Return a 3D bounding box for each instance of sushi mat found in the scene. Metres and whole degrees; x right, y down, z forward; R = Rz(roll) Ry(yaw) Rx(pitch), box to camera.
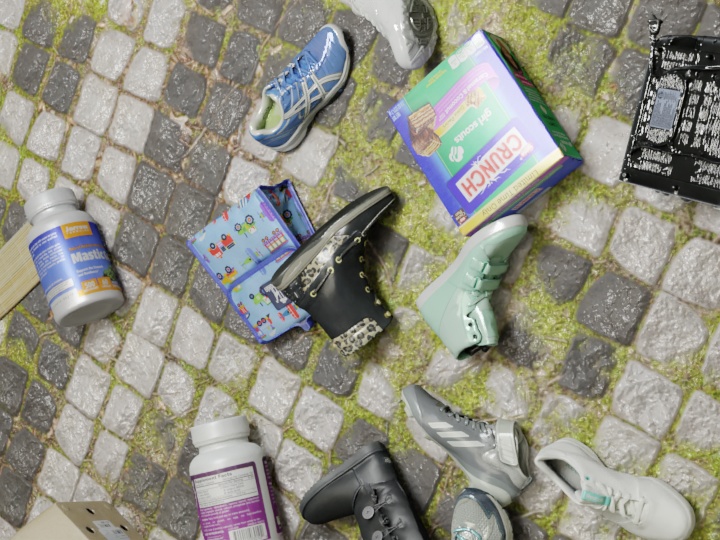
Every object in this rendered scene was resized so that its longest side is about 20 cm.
[{"bbox_3d":[-0.585,0.006,2.084,0.200,0.012,0.096,-39,70,27],"label":"sushi mat"}]

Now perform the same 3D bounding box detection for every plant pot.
[{"bbox_3d":[-0.430,0.461,1.896,0.200,0.200,0.177,37,98,26],"label":"plant pot"}]

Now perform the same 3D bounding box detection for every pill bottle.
[{"bbox_3d":[-0.181,0.312,1.771,0.112,0.112,0.201,-18,80,31],"label":"pill bottle"},{"bbox_3d":[-0.452,-0.023,1.940,0.112,0.112,0.201,-31,75,29],"label":"pill bottle"}]

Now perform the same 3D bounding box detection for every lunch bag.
[{"bbox_3d":[-0.123,-0.002,1.758,0.150,0.094,0.200,-34,85,26],"label":"lunch bag"}]

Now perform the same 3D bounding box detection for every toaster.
[{"bbox_3d":[0.396,-0.166,1.366,0.181,0.118,0.201,21,102,49],"label":"toaster"}]

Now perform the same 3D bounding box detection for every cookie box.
[{"bbox_3d":[0.155,-0.169,1.572,0.171,0.075,0.200,-39,71,26],"label":"cookie box"}]

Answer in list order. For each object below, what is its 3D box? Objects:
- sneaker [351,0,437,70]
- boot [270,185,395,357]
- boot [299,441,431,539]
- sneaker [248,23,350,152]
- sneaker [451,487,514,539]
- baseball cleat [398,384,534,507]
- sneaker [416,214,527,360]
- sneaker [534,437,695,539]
[{"bbox_3d":[0.037,-0.347,1.655,0.099,0.078,0.201,-26,68,37],"label":"sneaker"},{"bbox_3d":[-0.001,0.001,1.676,0.203,0.073,0.154,-42,99,-8],"label":"boot"},{"bbox_3d":[0.010,0.353,1.647,0.165,0.066,0.200,-46,52,24],"label":"boot"},{"bbox_3d":[-0.083,-0.250,1.722,0.076,0.077,0.200,40,110,27],"label":"sneaker"},{"bbox_3d":[0.140,0.371,1.558,0.077,0.086,0.201,8,109,32],"label":"sneaker"},{"bbox_3d":[0.143,0.205,1.598,0.106,0.070,0.200,-46,78,18],"label":"baseball cleat"},{"bbox_3d":[0.164,0.027,1.567,0.201,0.074,0.118,-50,59,33],"label":"sneaker"},{"bbox_3d":[0.295,0.268,1.480,0.199,0.088,0.076,25,102,29],"label":"sneaker"}]
